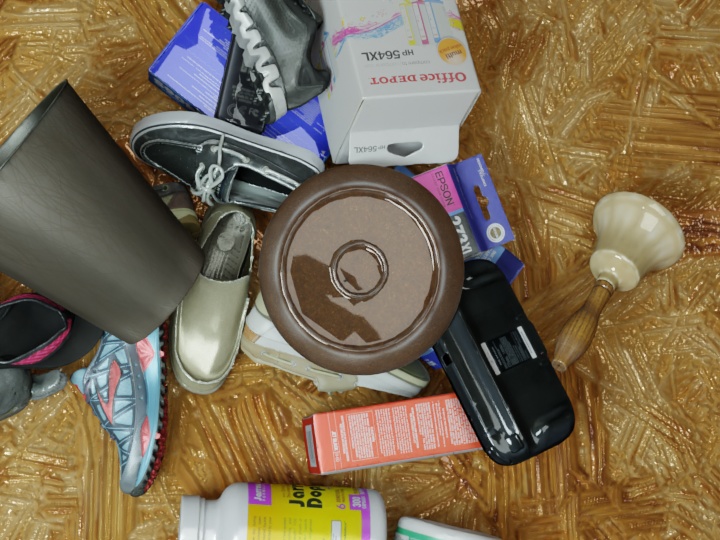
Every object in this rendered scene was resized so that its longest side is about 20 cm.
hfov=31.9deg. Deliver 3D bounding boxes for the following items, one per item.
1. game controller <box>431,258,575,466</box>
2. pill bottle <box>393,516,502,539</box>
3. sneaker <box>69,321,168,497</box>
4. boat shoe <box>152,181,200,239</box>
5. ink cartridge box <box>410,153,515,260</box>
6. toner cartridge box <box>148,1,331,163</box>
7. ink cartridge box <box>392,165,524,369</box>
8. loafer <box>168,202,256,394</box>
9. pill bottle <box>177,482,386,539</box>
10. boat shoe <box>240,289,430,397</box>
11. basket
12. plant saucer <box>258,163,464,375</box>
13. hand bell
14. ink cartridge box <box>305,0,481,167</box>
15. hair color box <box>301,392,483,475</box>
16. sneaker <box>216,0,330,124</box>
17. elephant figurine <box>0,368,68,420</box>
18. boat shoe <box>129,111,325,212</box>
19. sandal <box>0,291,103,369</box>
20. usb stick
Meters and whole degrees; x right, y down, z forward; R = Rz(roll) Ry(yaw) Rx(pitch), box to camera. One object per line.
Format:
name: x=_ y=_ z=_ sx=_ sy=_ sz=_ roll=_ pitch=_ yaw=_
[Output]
game controller: x=0.131 y=0.085 z=1.225 sx=0.103 sy=0.042 sz=0.202 roll=-18 pitch=75 yaw=-28
pill bottle: x=0.070 y=0.352 z=1.238 sx=0.112 sy=0.113 sz=0.203 roll=14 pitch=82 yaw=-7
sneaker: x=-0.237 y=0.122 z=1.241 sx=0.094 sy=0.079 sz=0.203 roll=-1 pitch=74 yaw=-3
boat shoe: x=-0.260 y=-0.041 z=1.256 sx=0.198 sy=0.072 sz=0.067 roll=-13 pitch=61 yaw=-3
ink cartridge box: x=0.051 y=-0.040 z=1.243 sx=0.198 sy=0.037 sz=0.096 roll=-22 pitch=88 yaw=-11
toner cartridge box: x=-0.113 y=-0.175 z=1.302 sx=0.199 sy=0.043 sz=0.095 roll=38 pitch=80 yaw=-3
ink cartridge box: x=0.072 y=0.007 z=1.296 sx=0.199 sy=0.076 sz=0.137 roll=38 pitch=80 yaw=-5
loafer: x=-0.148 y=0.022 z=1.262 sx=0.075 sy=0.068 sz=0.203 roll=9 pitch=82 yaw=-8
pill bottle: x=-0.078 y=0.261 z=1.228 sx=0.197 sy=0.104 sz=0.106 roll=4 pitch=83 yaw=-9
boat shoe: x=-0.027 y=0.086 z=1.278 sx=0.198 sy=0.075 sz=0.069 roll=26 pitch=109 yaw=-13
basket: x=-0.250 y=-0.039 z=1.148 sx=0.200 sy=0.136 sz=0.181 roll=41 pitch=87 yaw=-21
plant saucer: x=0.000 y=0.000 z=1.193 sx=0.197 sy=0.034 sz=0.203 roll=0 pitch=92 yaw=2
hand bell: x=0.241 y=0.024 z=1.271 sx=0.104 sy=0.104 sz=0.201 roll=40 pitch=58 yaw=-3
ink cartridge box: x=0.030 y=-0.205 z=1.253 sx=0.127 sy=0.125 sz=0.202 roll=-7 pitch=67 yaw=-18
hair color box: x=0.046 y=0.160 z=1.261 sx=0.197 sy=0.102 sz=0.062 roll=-7 pitch=83 yaw=-11
sneaker: x=-0.086 y=-0.250 z=1.231 sx=0.090 sy=0.066 sz=0.202 roll=-20 pitch=90 yaw=-15
elephant figurine: x=-0.407 y=0.060 z=1.187 sx=0.141 sy=0.155 sz=0.202 roll=-31 pitch=81 yaw=32
boat shoe: x=-0.135 y=-0.096 z=1.237 sx=0.197 sy=0.074 sz=0.069 roll=18 pitch=45 yaw=-4
sandal: x=-0.312 y=0.056 z=1.153 sx=0.199 sy=0.045 sz=0.076 roll=-13 pitch=80 yaw=-43
usb stick: x=-0.104 y=-0.233 z=1.273 sx=0.055 sy=0.033 sz=0.203 roll=14 pitch=80 yaw=-15
